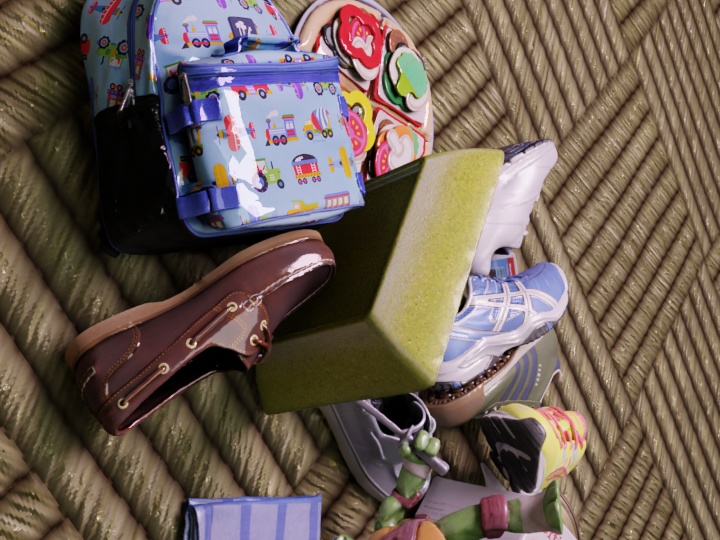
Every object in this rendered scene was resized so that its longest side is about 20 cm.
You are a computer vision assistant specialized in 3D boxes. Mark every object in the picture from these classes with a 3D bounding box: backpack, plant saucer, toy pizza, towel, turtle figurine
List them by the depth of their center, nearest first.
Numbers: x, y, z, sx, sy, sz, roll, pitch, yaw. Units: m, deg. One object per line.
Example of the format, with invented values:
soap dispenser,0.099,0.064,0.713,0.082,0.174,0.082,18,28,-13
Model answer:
backpack,-0.099,-0.121,0.693,0.181,0.133,0.203,-7,86,-49
turtle figurine,0.050,0.193,0.727,0.144,0.191,0.203,-62,146,-65
towel,-0.079,0.271,0.735,0.146,0.024,0.203,13,74,-48
plant saucer,0.000,0.000,0.740,0.048,0.198,0.202,37,57,-27
toy pizza,0.011,-0.154,0.895,0.199,0.031,0.204,10,76,-47

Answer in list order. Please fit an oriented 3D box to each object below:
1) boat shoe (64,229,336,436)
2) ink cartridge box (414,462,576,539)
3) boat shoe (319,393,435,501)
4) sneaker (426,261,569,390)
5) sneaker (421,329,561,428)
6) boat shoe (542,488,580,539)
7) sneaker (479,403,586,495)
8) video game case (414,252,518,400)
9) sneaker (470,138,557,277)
boat shoe,-0.095,0.043,0.669,0.198,0.071,0.071,-30,151,-19
ink cartridge box,0.107,0.281,0.848,0.129,0.124,0.201,49,59,-31
boat shoe,0.022,0.129,0.828,0.070,0.071,0.202,-56,130,-37
sneaker,0.123,0.034,0.917,0.199,0.075,0.078,-31,106,-36
sneaker,0.138,0.115,0.943,0.200,0.067,0.091,-36,112,-44
boat shoe,0.192,0.310,1.011,0.067,0.072,0.202,-24,113,-14
sneaker,0.165,0.152,0.896,0.079,0.090,0.200,57,-4,19
video game case,0.104,0.062,0.977,0.199,0.017,0.145,-8,90,-48
sneaker,0.141,-0.068,1.001,0.200,0.074,0.088,-41,111,-34
